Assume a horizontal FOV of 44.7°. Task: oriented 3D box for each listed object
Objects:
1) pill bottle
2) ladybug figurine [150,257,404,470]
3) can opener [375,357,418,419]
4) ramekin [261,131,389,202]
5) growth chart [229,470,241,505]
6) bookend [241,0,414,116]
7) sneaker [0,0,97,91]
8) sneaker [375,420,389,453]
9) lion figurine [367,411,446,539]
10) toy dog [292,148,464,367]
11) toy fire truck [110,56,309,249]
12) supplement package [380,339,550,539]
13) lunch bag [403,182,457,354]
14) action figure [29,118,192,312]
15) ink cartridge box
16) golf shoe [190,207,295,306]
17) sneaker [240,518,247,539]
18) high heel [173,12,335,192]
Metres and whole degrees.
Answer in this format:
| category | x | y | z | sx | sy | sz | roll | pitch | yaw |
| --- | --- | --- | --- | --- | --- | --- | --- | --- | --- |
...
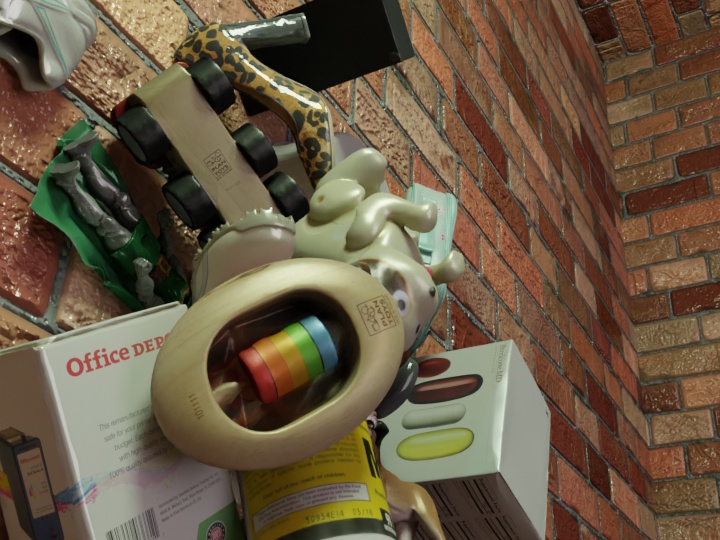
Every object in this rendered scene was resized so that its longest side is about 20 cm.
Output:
| category | x | y | z | sx | sy | sz | roll | pitch | yaw |
| --- | --- | --- | --- | --- | --- | --- | --- | --- | --- |
| pill bottle | -0.044 | 0.152 | 0.700 | 0.114 | 0.113 | 0.202 | 39 | 28 | -51 |
| ladybug figurine | -0.057 | 0.067 | 0.632 | 0.198 | 0.072 | 0.137 | -22 | 82 | -24 |
| can opener | -0.019 | 0.158 | 0.878 | 0.201 | 0.066 | 0.053 | -53 | 146 | -11 |
| ramekin | -0.036 | -0.060 | 1.005 | 0.200 | 0.096 | 0.203 | 38 | 45 | -51 |
| growth chart | -0.158 | 0.177 | 0.742 | 0.147 | 0.018 | 0.200 | 69 | 27 | -17 |
| bookend | -0.021 | -0.267 | 1.018 | 0.199 | 0.197 | 0.093 | -41 | 114 | -60 |
| sneaker | -0.274 | -0.218 | 0.640 | 0.201 | 0.070 | 0.081 | 51 | 39 | -42 |
| sneaker | -0.011 | 0.252 | 0.931 | 0.070 | 0.077 | 0.203 | 44 | 41 | -49 |
| lion figurine | 0.026 | 0.218 | 0.842 | 0.201 | 0.072 | 0.123 | 53 | 20 | -36 |
| toy dog | 0.000 | 0.000 | 0.815 | 0.200 | 0.191 | 0.141 | -122 | -167 | -57 |
| toy fire truck | -0.144 | -0.100 | 0.812 | 0.128 | 0.199 | 0.177 | -41 | 109 | -19 |
| supplement package | 0.108 | 0.215 | 1.049 | 0.148 | 0.197 | 0.193 | 57 | 32 | -34 |
| lunch bag | 0.067 | -0.003 | 1.111 | 0.076 | 0.161 | 0.202 | 18 | 45 | -9 |
| action figure | -0.189 | -0.018 | 0.739 | 0.119 | 0.054 | 0.201 | -78 | 148 | -46 |
| ink cartridge box | -0.174 | 0.137 | 0.623 | 0.145 | 0.086 | 0.203 | -17 | 96 | -59 |
| golf shoe | -0.105 | 0.043 | 0.698 | 0.078 | 0.201 | 0.098 | 13 | 38 | -40 |
| sneaker | -0.048 | 0.267 | 0.829 | 0.200 | 0.081 | 0.076 | 49 | 48 | -44 |
| high heel | -0.105 | -0.158 | 0.891 | 0.071 | 0.140 | 0.203 | 138 | -61 | -76 |
